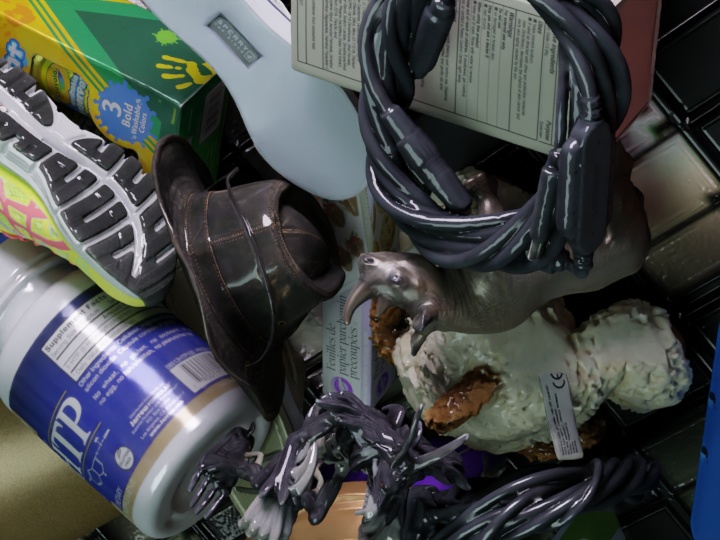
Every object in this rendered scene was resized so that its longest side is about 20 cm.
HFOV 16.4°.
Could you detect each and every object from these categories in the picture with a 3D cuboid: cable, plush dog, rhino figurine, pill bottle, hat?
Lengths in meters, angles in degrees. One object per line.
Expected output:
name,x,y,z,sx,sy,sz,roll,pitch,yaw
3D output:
cable,0.069,-0.095,1.361,0.162,0.051,0.201,18,123,34
plush dog,0.083,0.061,1.552,0.200,0.161,0.172,40,159,3
rhino figurine,0.080,-0.009,1.450,0.088,0.199,0.060,64,165,13
cable,0.106,0.145,1.533,0.200,0.162,0.051,159,102,-66
pill bottle,-0.166,0.068,1.625,0.200,0.119,0.120,39,137,20
hat,-0.056,-0.008,1.557,0.080,0.201,0.202,-22,112,9

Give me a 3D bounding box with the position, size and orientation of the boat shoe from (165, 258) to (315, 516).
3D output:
boat shoe,-0.066,0.077,1.676,0.074,0.068,0.201,-11,98,37

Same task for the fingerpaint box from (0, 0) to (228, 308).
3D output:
fingerpaint box,-0.181,-0.084,1.663,0.166,0.073,0.201,27,134,15

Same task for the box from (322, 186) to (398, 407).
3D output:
box,0.000,0.000,1.622,0.038,0.041,0.201,20,131,23

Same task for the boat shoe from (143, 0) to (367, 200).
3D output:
boat shoe,-0.057,-0.137,1.532,0.074,0.086,0.202,-36,105,28

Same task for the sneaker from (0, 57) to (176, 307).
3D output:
sneaker,-0.197,-0.045,1.602,0.200,0.078,0.090,46,137,11

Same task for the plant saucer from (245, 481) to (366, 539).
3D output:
plant saucer,0.009,0.231,1.664,0.198,0.038,0.201,3,122,5

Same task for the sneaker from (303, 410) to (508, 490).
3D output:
sneaker,0.004,0.129,1.699,0.199,0.069,0.100,-20,95,37

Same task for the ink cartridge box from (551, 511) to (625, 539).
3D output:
ink cartridge box,0.131,0.256,1.648,0.075,0.148,0.201,-3,120,37

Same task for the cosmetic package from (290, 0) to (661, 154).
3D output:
cosmetic package,0.065,-0.146,1.430,0.199,0.087,0.104,21,130,22

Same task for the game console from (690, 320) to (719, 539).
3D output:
game console,0.301,0.130,1.523,0.169,0.119,0.201,0,129,-2

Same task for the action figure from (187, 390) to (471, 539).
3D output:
action figure,-0.015,0.129,1.476,0.118,0.103,0.200,25,160,-27

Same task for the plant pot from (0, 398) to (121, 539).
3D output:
plant pot,-0.201,0.106,1.768,0.199,0.187,0.187,-15,114,27
